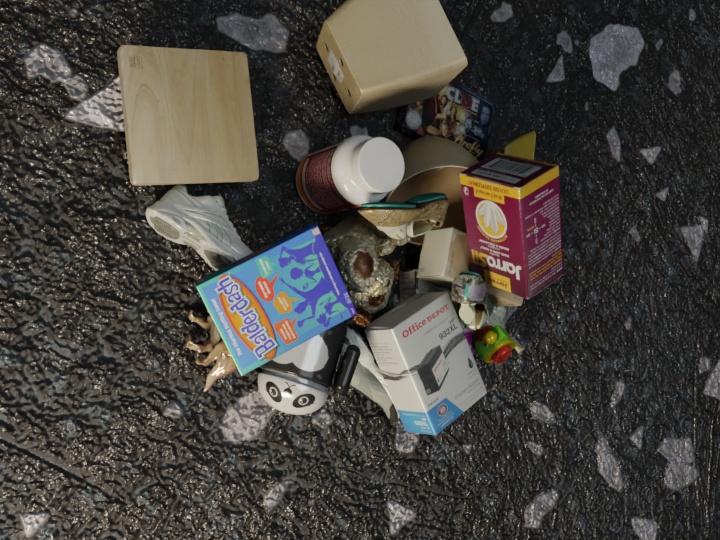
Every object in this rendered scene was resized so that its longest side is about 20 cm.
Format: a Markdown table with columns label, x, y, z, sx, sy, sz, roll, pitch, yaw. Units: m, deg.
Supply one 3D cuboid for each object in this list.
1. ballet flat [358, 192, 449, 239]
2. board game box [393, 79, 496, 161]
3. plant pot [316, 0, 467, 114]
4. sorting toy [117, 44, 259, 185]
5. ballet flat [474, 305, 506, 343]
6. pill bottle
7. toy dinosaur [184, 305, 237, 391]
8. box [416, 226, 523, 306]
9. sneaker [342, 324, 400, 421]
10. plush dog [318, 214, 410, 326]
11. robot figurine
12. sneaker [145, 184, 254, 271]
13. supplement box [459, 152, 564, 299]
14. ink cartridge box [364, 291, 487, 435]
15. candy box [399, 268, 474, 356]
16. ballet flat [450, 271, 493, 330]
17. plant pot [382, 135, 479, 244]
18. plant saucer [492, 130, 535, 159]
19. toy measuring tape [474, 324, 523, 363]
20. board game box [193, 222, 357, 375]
| label | x | y | z | sx | sy | sz | roll | pitch | yaw |
| --- | --- | --- | --- | --- | --- | --- | --- | --- | --- |
| ballet flat | 0.075 | -0.084 | 1.173 | 0.199 | 0.070 | 0.066 | -12 | 108 | -42 |
| board game box | 0.166 | -0.297 | 1.411 | 0.199 | 0.035 | 0.137 | 20 | 78 | -29 |
| plant pot | 0.037 | -0.375 | 1.243 | 0.176 | 0.200 | 0.201 | -28 | 93 | -10 |
| sorting toy | -0.269 | -0.232 | 1.130 | 0.198 | 0.069 | 0.202 | -6 | 91 | -31 |
| ballet flat | 0.260 | 0.054 | 1.436 | 0.069 | 0.069 | 0.202 | 19 | 79 | -29 |
| pill bottle | -0.017 | -0.157 | 1.201 | 0.112 | 0.200 | 0.114 | 1 | 88 | -30 |
| toy dinosaur | -0.196 | 0.092 | 1.149 | 0.135 | 0.086 | 0.202 | 8 | 82 | -28 |
| box | 0.206 | -0.004 | 1.328 | 0.199 | 0.078 | 0.096 | 18 | 79 | -32 |
| sneaker | 0.006 | 0.189 | 1.286 | 0.079 | 0.074 | 0.201 | -35 | 109 | -3 |
| plush dog | 0.000 | 0.000 | 1.251 | 0.200 | 0.159 | 0.173 | -49 | 132 | -44 |
| robot figurine | -0.093 | 0.132 | 1.187 | 0.124 | 0.150 | 0.201 | 28 | 73 | -42 |
| sneaker | -0.223 | -0.067 | 1.131 | 0.199 | 0.078 | 0.100 | 35 | 61 | -8 |
| supplement box | 0.250 | -0.076 | 1.203 | 0.103 | 0.131 | 0.201 | -30 | 123 | -30 |
| ink cartridge box | 0.114 | 0.156 | 1.256 | 0.145 | 0.083 | 0.201 | -30 | 103 | -33 |
| candy box | 0.143 | 0.097 | 1.366 | 0.136 | 0.061 | 0.202 | 1 | 88 | -32 |
| ballet flat | 0.191 | 0.066 | 1.275 | 0.072 | 0.072 | 0.200 | -68 | 159 | -15 |
| plant pot | 0.129 | -0.161 | 1.314 | 0.199 | 0.200 | 0.135 | 17 | 46 | -29 |
| plant saucer | 0.263 | -0.146 | 1.384 | 0.048 | 0.200 | 0.202 | 8 | 83 | -9 |
| toy measuring tape | 0.265 | 0.150 | 1.414 | 0.200 | 0.073 | 0.074 | 32 | 69 | -62 |
| board game box | -0.124 | 0.041 | 1.092 | 0.199 | 0.045 | 0.153 | -28 | 105 | -11 |
